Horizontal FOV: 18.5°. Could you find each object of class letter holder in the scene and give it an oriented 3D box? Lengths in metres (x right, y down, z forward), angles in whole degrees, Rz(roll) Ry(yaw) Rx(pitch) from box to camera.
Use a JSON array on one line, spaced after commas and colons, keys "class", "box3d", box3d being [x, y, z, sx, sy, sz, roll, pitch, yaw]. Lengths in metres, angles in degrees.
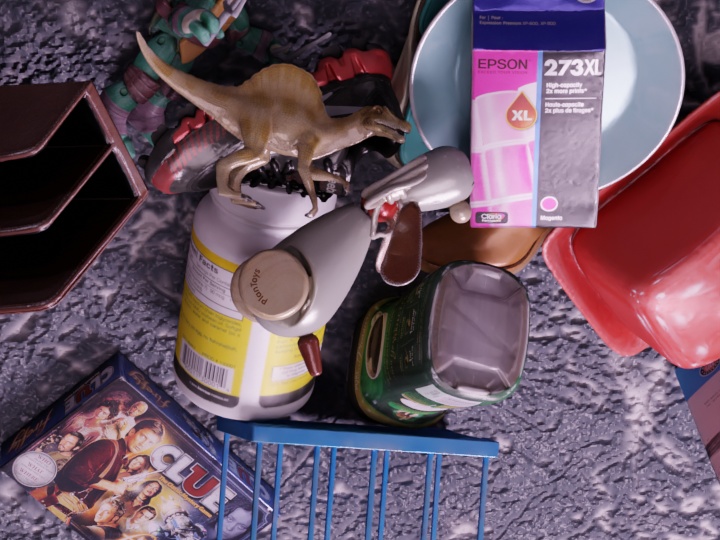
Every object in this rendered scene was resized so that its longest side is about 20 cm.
[{"class": "letter holder", "box3d": [-0.277, -0.048, 1.552, 0.199, 0.143, 0.101, 0, 131, 34]}]

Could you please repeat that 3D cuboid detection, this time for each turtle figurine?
[{"class": "turtle figurine", "box3d": [-0.108, -0.168, 1.579, 0.200, 0.101, 0.149, -44, 154, 23]}]

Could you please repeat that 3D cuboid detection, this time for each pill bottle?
[{"class": "pill bottle", "box3d": [-0.076, 0.003, 1.680, 0.113, 0.115, 0.201, 5, 122, -11]}]

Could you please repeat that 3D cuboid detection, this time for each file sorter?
[{"class": "file sorter", "box3d": [-0.009, 0.184, 1.756, 0.198, 0.139, 0.124, 5, 88, -15]}]

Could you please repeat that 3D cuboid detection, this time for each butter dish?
[{"class": "butter dish", "box3d": [0.268, -0.001, 1.674, 0.200, 0.148, 0.200, -39, 139, 3]}]

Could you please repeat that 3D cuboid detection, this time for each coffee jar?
[{"class": "coffee jar", "box3d": [0.055, 0.062, 1.686, 0.085, 0.200, 0.105, 12, 76, -17]}]

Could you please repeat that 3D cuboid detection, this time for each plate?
[{"class": "plate", "box3d": [0.133, -0.138, 1.586, 0.198, 0.026, 0.202, 0, 126, 0]}]

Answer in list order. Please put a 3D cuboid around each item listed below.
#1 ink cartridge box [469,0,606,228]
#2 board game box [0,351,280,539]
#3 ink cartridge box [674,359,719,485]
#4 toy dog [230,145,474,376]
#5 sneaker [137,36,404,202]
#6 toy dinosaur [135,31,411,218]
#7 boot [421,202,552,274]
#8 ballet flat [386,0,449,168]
[{"class": "ink cartridge box", "box3d": [0.124, -0.119, 1.563, 0.094, 0.037, 0.201, 0, 125, 2]}, {"class": "board game box", "box3d": [-0.180, 0.174, 1.820, 0.135, 0.035, 0.200, -38, 119, 15]}, {"class": "ink cartridge box", "box3d": [0.348, 0.112, 1.755, 0.145, 0.201, 0.084, -42, 118, 18]}, {"class": "toy dog", "box3d": [0.000, 0.000, 1.563, 0.199, 0.132, 0.097, -30, 92, 17]}, {"class": "sneaker", "box3d": [-0.055, -0.089, 1.568, 0.199, 0.099, 0.071, -21, 163, -14]}, {"class": "toy dinosaur", "box3d": [-0.069, -0.095, 1.514, 0.198, 0.058, 0.102, 14, 85, -11]}, {"class": "boot", "box3d": [0.125, -0.082, 1.669, 0.198, 0.077, 0.156, -13, 129, -6]}, {"class": "ballet flat", "box3d": [0.058, -0.170, 1.619, 0.069, 0.070, 0.201, 15, 114, -17]}]
